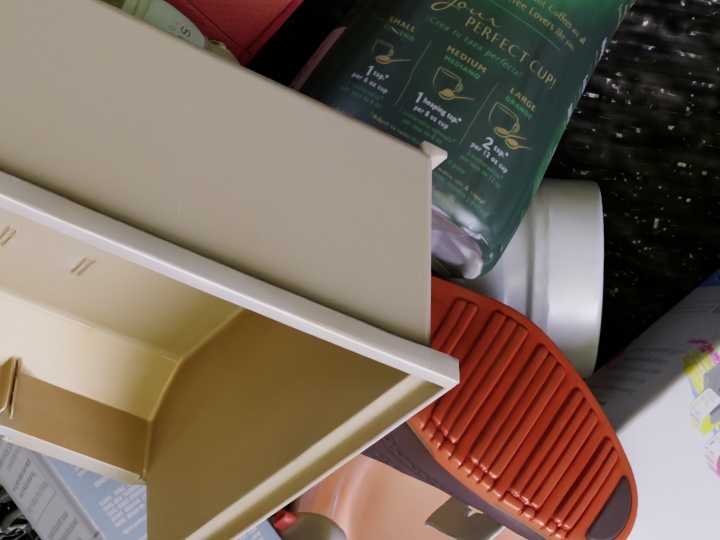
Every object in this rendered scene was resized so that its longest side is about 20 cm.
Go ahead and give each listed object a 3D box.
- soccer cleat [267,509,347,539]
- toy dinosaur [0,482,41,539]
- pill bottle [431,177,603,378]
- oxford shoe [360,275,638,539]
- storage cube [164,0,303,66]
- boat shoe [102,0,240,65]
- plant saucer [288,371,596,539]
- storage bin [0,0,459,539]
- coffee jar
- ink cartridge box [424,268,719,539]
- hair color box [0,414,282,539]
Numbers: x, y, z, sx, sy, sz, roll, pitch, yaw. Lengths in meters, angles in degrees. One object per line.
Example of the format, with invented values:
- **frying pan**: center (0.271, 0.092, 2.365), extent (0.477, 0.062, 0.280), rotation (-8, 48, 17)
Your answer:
- **soccer cleat**: center (-0.059, 0.172, 0.992), extent (0.077, 0.070, 0.200), rotation (34, 131, -21)
- **toy dinosaur**: center (-0.150, 0.097, 0.949), extent (0.136, 0.200, 0.102), rotation (-46, 148, 13)
- **pill bottle**: center (0.000, 0.000, 0.914), extent (0.198, 0.113, 0.114), rotation (2, 111, 1)
- **oxford shoe**: center (0.018, 0.044, 0.828), extent (0.200, 0.071, 0.073), rotation (40, 144, 4)
- **storage cube**: center (-0.042, -0.215, 0.801), extent (0.200, 0.171, 0.180), rotation (41, 105, -13)
- **boat shoe**: center (-0.087, -0.048, 0.791), extent (0.066, 0.200, 0.074), rotation (29, 79, -6)
- **plant saucer**: center (0.064, 0.127, 1.002), extent (0.199, 0.037, 0.202), rotation (1, 111, 2)
- **storage bin**: center (-0.105, 0.006, 0.702), extent (0.199, 0.094, 0.198), rotation (22, 141, -26)
- **coffee jar**: center (0.054, -0.104, 0.843), extent (0.104, 0.085, 0.201), rotation (32, 75, 2)
- **ink cartridge box**: center (0.130, 0.071, 0.899), extent (0.200, 0.115, 0.068), rotation (-39, 95, -8)
- **hair color box**: center (-0.098, 0.087, 0.871), extent (0.060, 0.099, 0.200), rotation (-35, 85, -21)
